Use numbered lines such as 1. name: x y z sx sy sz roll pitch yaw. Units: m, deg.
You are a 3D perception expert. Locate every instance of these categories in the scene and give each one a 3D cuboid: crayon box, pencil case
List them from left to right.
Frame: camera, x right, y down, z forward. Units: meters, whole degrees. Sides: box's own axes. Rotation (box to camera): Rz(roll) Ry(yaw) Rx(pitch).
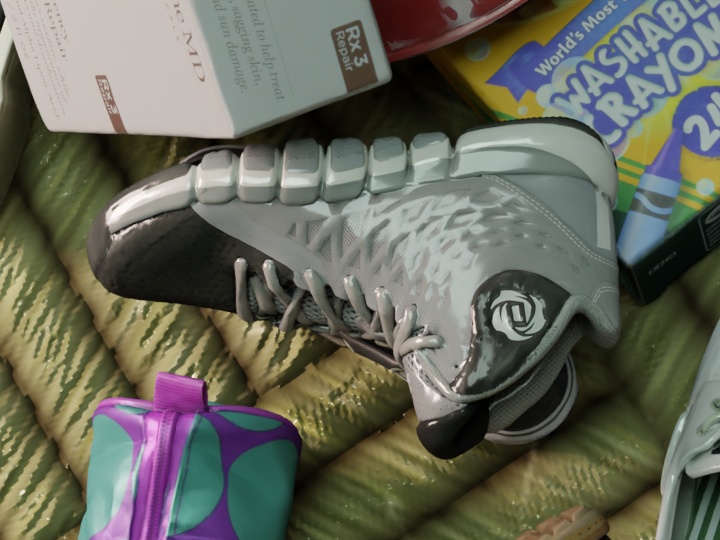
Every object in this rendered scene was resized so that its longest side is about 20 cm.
1. pencil case: -0.079 0.147 0.897 0.085 0.092 0.200 5 71 15
2. crayon box: 0.099 -0.102 0.967 0.126 0.052 0.200 -38 65 -2

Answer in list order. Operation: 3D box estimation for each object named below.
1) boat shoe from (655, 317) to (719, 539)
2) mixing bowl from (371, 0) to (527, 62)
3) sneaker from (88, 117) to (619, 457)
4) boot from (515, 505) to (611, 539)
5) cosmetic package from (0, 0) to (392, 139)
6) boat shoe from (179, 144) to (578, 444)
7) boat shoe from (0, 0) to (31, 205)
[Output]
1. boat shoe: 0.149 0.078 0.876 0.074 0.067 0.200 6 72 21
2. mixing bowl: 0.004 -0.191 0.956 0.200 0.108 0.200 -18 44 19
3. sneaker: 0.000 0.015 0.865 0.200 0.075 0.116 -9 68 7
4. boot: 0.064 0.202 0.839 0.166 0.072 0.200 43 94 3
5. cosmetic package: -0.073 -0.108 0.907 0.074 0.200 0.102 -22 102 -22
6. boat shoe: 0.000 0.000 0.950 0.200 0.057 0.069 30 80 22
7. boat shoe: -0.166 -0.114 1.026 0.066 0.075 0.199 15 83 6
